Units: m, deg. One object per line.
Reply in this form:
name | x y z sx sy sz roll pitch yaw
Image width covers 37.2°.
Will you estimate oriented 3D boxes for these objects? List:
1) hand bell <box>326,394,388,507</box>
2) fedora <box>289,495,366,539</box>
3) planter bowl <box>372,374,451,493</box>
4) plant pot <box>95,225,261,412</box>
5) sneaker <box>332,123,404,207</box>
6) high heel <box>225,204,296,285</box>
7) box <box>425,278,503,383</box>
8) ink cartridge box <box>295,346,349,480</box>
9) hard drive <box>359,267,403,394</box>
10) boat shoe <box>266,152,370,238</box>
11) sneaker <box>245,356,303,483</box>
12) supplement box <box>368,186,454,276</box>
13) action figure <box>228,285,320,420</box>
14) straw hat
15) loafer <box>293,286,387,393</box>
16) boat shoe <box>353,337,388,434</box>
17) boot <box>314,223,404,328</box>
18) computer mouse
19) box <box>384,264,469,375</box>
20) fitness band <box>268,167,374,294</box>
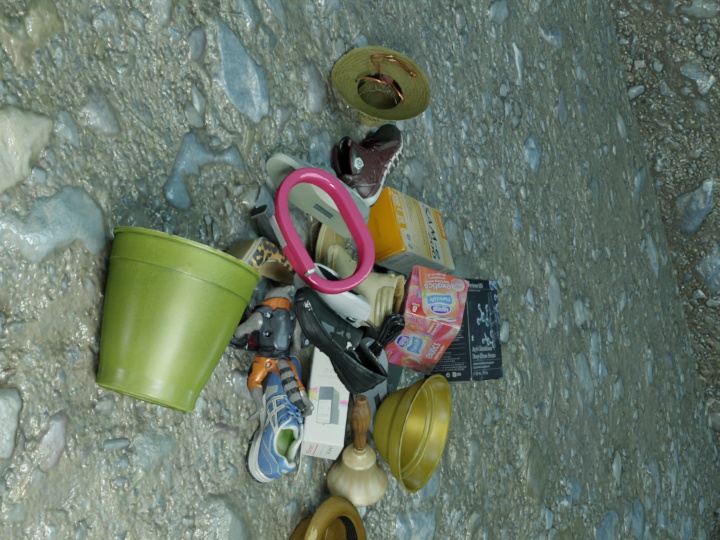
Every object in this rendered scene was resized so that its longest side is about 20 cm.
hand bell | -0.001 0.272 1.710 0.105 0.103 0.202 -56 157 -46
fedora | -0.065 0.452 1.671 0.199 0.081 0.205 -1 91 -57
planter bowl | 0.076 0.265 1.804 0.200 0.082 0.204 -34 130 -54
plant pot | -0.248 0.070 1.357 0.200 0.198 0.196 32 71 -52
sneaker | 0.010 -0.216 1.913 0.116 0.075 0.202 52 44 -37
high heel | -0.144 0.012 1.621 0.144 0.070 0.201 61 32 -28
box | 0.203 0.122 2.140 0.148 0.106 0.204 3 82 -57
ink cartridge box | -0.057 0.225 1.684 0.117 0.066 0.203 110 -12 -70
hard drive | 0.046 0.116 1.952 0.140 0.032 0.202 56 42 -38
boat shoe | -0.066 -0.134 1.738 0.200 0.070 0.072 38 49 -19
sneaker | -0.113 0.223 1.626 0.075 0.076 0.203 29 58 -39
supplement box | 0.088 -0.065 1.986 0.199 0.073 0.128 18 54 -56
action figure | -0.101 0.116 1.576 0.197 0.104 0.197 -1 76 -31
straw hat | 0.031 -0.309 1.940 0.086 0.199 0.202 112 5 -48
loafer | -0.029 0.099 1.586 0.202 0.070 0.069 55 29 -27
boat shoe | 0.003 0.188 1.828 0.074 0.086 0.204 -38 133 -28
boot | 0.000 0.000 1.772 0.073 0.153 0.203 47 48 -63
computer mouse | -0.025 0.066 1.681 0.199 0.110 0.044 36 31 -18
box | 0.105 0.087 1.831 0.201 0.101 0.096 116 -9 -59
fitness band | -0.057 -0.062 1.645 0.142 0.037 0.202 -25 86 -33
